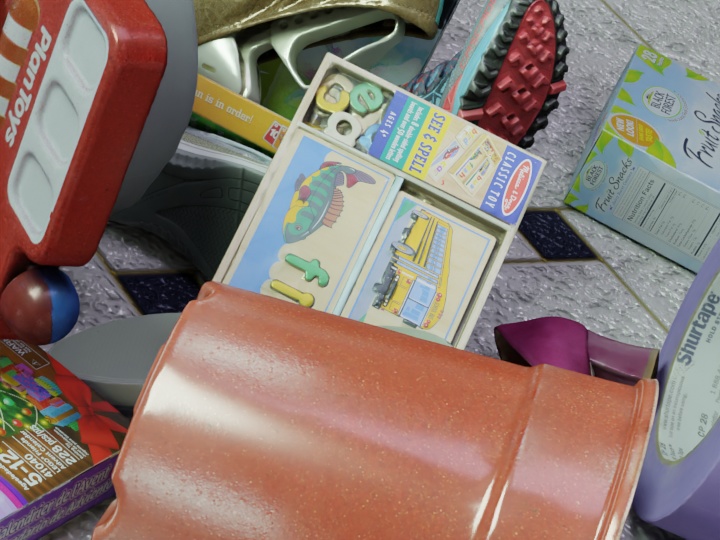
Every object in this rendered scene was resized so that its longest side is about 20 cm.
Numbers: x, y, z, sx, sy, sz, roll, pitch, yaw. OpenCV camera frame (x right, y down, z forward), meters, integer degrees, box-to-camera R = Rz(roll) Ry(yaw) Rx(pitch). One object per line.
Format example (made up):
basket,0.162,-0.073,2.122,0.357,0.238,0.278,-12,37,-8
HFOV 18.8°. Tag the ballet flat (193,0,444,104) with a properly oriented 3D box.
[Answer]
ballet flat,-0.045,-0.131,1.225,0.068,0.199,0.073,43,36,-69

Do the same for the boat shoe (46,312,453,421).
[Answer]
boat shoe,-0.051,0.067,1.028,0.200,0.072,0.070,2,26,9

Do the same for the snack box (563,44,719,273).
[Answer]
snack box,0.252,-0.057,1.486,0.199,0.068,0.169,27,30,2

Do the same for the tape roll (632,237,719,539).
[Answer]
tape roll,0.224,0.056,1.150,0.085,0.200,0.200,24,30,-7

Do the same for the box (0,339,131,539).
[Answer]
box,-0.210,0.049,0.963,0.200,0.039,0.137,37,31,16

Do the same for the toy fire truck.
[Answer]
toy fire truck,-0.153,-0.058,0.934,0.112,0.200,0.168,3,35,-35

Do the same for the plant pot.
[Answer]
plant pot,-0.001,0.105,0.912,0.195,0.201,0.201,21,29,3

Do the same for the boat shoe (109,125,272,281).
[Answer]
boat shoe,-0.081,-0.041,1.182,0.201,0.075,0.065,22,26,9

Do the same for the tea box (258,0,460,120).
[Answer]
tea box,-0.039,-0.187,1.316,0.199,0.197,0.134,26,29,-2

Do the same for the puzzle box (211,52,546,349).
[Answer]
puzzle box,0.000,0.000,1.114,0.133,0.025,0.201,26,67,-3

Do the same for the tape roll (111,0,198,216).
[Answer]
tape roll,-0.178,-0.115,1.085,0.200,0.201,0.066,40,31,20

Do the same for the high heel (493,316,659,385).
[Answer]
high heel,0.095,0.090,1.152,0.096,0.068,0.200,11,27,14

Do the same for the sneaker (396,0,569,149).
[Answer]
sneaker,0.043,-0.085,1.223,0.079,0.200,0.096,-11,45,-45

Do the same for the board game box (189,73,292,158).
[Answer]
board game box,-0.096,-0.089,1.218,0.200,0.030,0.095,29,-12,-15
